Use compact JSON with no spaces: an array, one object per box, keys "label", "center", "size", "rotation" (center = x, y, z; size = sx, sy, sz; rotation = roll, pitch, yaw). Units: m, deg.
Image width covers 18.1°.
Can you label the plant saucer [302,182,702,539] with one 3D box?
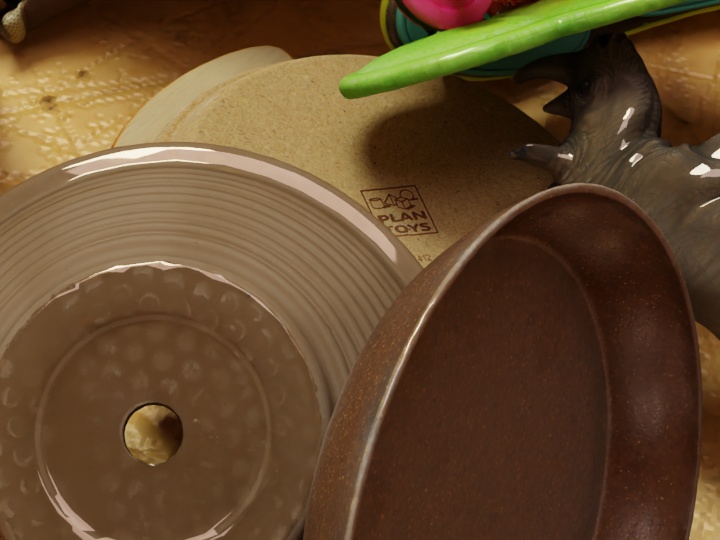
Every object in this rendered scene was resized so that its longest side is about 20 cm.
[{"label":"plant saucer","center":[0.041,0.072,0.668],"size":[0.034,0.201,0.200],"rotation":[11,45,34]}]

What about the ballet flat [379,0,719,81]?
[{"label":"ballet flat","center":[0.089,-0.125,0.933],"size":[0.199,0.067,0.067],"rotation":[-15,30,-20]}]

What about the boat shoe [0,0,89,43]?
[{"label":"boat shoe","center":[-0.133,-0.129,0.920],"size":[0.201,0.075,0.075],"rotation":[10,89,-10]}]

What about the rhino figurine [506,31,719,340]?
[{"label":"rhino figurine","center":[0.121,-0.021,0.750],"size":[0.200,0.060,0.088],"rotation":[36,91,32]}]

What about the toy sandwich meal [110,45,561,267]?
[{"label":"toy sandwich meal","center":[0.000,0.000,0.809],"size":[0.203,0.071,0.206],"rotation":[10,46,-10]}]

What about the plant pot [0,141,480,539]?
[{"label":"plant pot","center":[-0.058,0.055,0.676],"size":[0.199,0.093,0.203],"rotation":[0,80,-1]}]

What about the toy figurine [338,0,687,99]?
[{"label":"toy figurine","center":[0.053,-0.175,0.796],"size":[0.199,0.185,0.150],"rotation":[-21,8,-31]}]
